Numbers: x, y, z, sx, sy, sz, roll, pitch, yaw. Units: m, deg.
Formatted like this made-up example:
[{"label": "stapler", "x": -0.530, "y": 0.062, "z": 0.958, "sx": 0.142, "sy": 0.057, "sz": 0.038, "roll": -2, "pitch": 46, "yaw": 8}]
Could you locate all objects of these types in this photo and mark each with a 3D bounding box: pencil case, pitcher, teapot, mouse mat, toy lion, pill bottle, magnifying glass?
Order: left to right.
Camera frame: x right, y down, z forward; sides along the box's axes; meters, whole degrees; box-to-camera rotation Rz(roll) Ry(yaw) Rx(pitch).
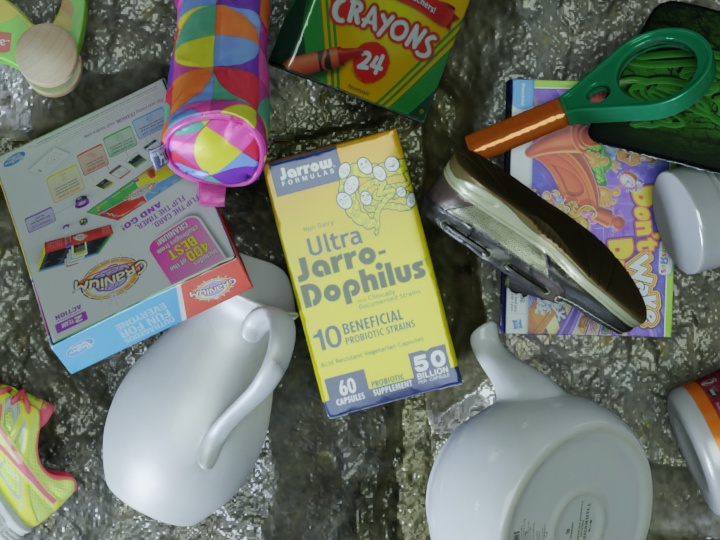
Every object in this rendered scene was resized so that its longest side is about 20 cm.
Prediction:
[{"label": "toy lion", "x": -0.309, "y": -0.241, "z": 1.429, "sx": 0.199, "sy": 0.069, "sz": 0.193, "roll": 6, "pitch": 86, "yaw": -3}, {"label": "pitcher", "x": -0.113, "y": 0.098, "z": 1.391, "sx": 0.121, "sy": 0.172, "sz": 0.201, "roll": 23, "pitch": 101, "yaw": -21}, {"label": "pencil case", "x": -0.107, "y": -0.149, "z": 1.379, "sx": 0.088, "sy": 0.089, "sz": 0.201, "roll": 4, "pitch": 49, "yaw": -2}, {"label": "teapot", "x": 0.120, "y": 0.182, "z": 1.428, "sx": 0.200, "sy": 0.146, "sz": 0.198, "roll": -52, "pitch": 128, "yaw": -17}, {"label": "magnifying glass", "x": 0.176, "y": -0.129, "z": 1.407, "sx": 0.199, "sy": 0.080, "sz": 0.022, "roll": -21, "pitch": 137, "yaw": 6}, {"label": "mouse mat", "x": 0.291, "y": -0.134, "z": 1.397, "sx": 0.199, "sy": 0.008, "sz": 0.161, "roll": 15, "pitch": 57, "yaw": 25}, {"label": "pill bottle", "x": 0.332, "y": -0.064, "z": 1.414, "sx": 0.199, "sy": 0.111, "sz": 0.112, "roll": -16, "pitch": 94, "yaw": -13}, {"label": "pill bottle", "x": 0.352, "y": 0.108, "z": 1.444, "sx": 0.199, "sy": 0.110, "sz": 0.110, "roll": -23, "pitch": 94, "yaw": -1}]

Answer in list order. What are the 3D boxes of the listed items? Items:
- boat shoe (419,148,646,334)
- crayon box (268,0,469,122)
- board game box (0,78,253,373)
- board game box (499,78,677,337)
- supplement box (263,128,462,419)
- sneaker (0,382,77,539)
[{"label": "boat shoe", "x": 0.133, "y": -0.013, "z": 1.409, "sx": 0.200, "sy": 0.073, "sz": 0.065, "roll": 39, "pitch": 117, "yaw": -11}, {"label": "crayon box", "x": 0.023, "y": -0.230, "z": 1.417, "sx": 0.126, "sy": 0.051, "sz": 0.201, "roll": 18, "pitch": 95, "yaw": -25}, {"label": "board game box", "x": -0.183, "y": -0.037, "z": 1.390, "sx": 0.152, "sy": 0.040, "sz": 0.201, "roll": -25, "pitch": 52, "yaw": 0}, {"label": "board game box", "x": 0.181, "y": -0.050, "z": 1.460, "sx": 0.133, "sy": 0.045, "sz": 0.202, "roll": 1, "pitch": 93, "yaw": -2}, {"label": "supplement box", "x": 0.000, "y": 0.000, "z": 1.425, "sx": 0.108, "sy": 0.110, "sz": 0.201, "roll": -15, "pitch": 93, "yaw": -1}, {"label": "sneaker", "x": -0.290, "y": 0.112, "z": 1.445, "sx": 0.090, "sy": 0.078, "sz": 0.201, "roll": -28, "pitch": 100, "yaw": -8}]
